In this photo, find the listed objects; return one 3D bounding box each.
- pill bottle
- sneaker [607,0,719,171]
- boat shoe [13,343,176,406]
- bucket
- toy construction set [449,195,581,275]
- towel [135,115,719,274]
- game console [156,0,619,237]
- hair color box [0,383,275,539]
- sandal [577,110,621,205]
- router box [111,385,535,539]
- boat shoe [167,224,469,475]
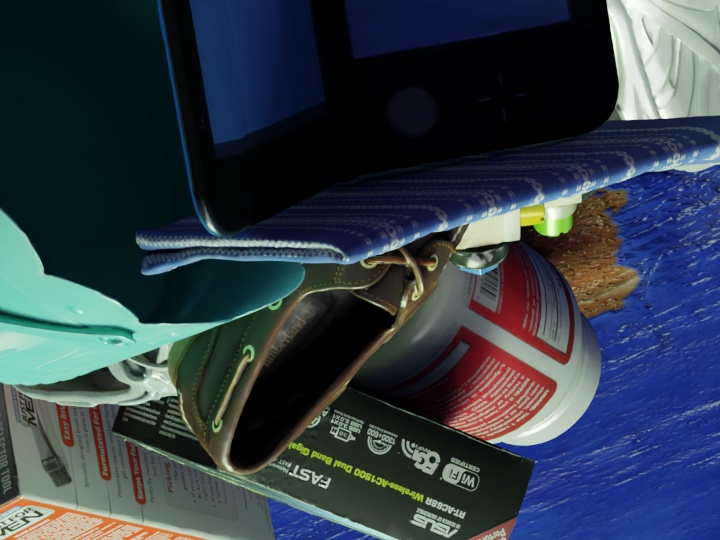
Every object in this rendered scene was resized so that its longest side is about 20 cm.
[{"bbox_3d":[0.045,0.026,1.528,0.112,0.112,0.200,-23,153,23],"label":"pill bottle"},{"bbox_3d":[0.139,-0.118,1.271,0.099,0.078,0.200,-26,137,15],"label":"sneaker"},{"bbox_3d":[-0.115,0.031,1.401,0.065,0.075,0.202,-15,179,-21],"label":"boat shoe"},{"bbox_3d":[-0.115,-0.056,1.182,0.207,0.207,0.135,7,157,-35],"label":"bucket"},{"bbox_3d":[0.017,-0.047,1.317,0.200,0.131,0.092,-20,130,3],"label":"toy construction set"},{"bbox_3d":[0.034,-0.026,1.094,0.200,0.024,0.145,-16,-171,-34],"label":"towel"},{"bbox_3d":[0.006,-0.128,1.046,0.171,0.200,0.118,-10,-169,-5],"label":"game console"},{"bbox_3d":[-0.140,0.099,1.602,0.064,0.111,0.200,-28,150,30],"label":"hair color box"},{"bbox_3d":[0.037,-0.053,1.398,0.200,0.075,0.045,0,-162,-20],"label":"sandal"},{"bbox_3d":[-0.023,0.088,1.462,0.150,0.062,0.200,24,174,-19],"label":"router box"},{"bbox_3d":[0.000,0.000,1.218,0.070,0.070,0.200,29,106,-30],"label":"boat shoe"}]
